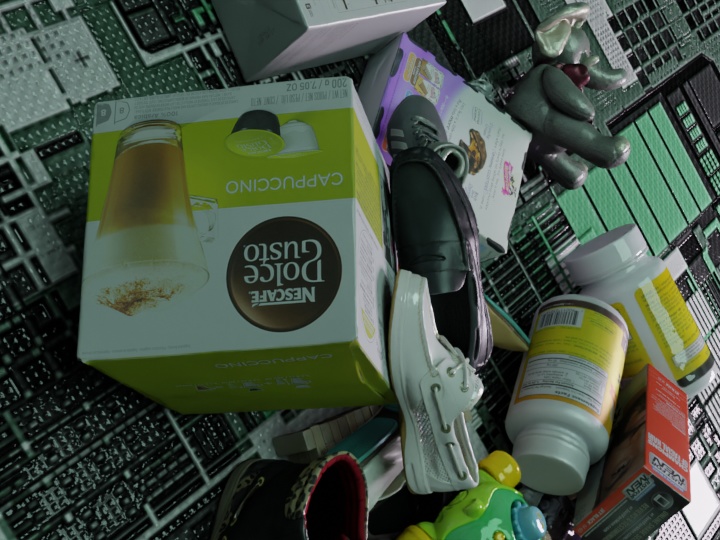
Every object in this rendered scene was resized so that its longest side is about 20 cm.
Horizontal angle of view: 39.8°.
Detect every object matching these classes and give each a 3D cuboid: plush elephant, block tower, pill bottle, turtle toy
[{"bbox_3d":[0.239,-0.215,1.169,0.199,0.165,0.156,34,80,3],"label":"plush elephant"},{"bbox_3d":[0.016,0.150,0.936,0.199,0.054,0.058,-14,82,-40],"label":"block tower"},{"bbox_3d":[0.218,0.132,1.059,0.109,0.109,0.201,39,51,-21],"label":"pill bottle"},{"bbox_3d":[0.116,0.273,0.918,0.145,0.101,0.201,-36,140,-23],"label":"turtle toy"},{"bbox_3d":[0.328,0.055,1.177,0.114,0.114,0.202,-31,95,-40],"label":"pill bottle"}]

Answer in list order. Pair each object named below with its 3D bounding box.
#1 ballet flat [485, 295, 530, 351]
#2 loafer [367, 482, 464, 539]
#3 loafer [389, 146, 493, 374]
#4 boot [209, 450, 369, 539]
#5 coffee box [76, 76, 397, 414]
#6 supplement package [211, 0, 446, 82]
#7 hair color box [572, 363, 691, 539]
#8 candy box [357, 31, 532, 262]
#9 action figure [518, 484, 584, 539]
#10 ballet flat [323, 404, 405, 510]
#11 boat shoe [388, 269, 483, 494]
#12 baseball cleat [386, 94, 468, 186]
[{"bbox_3d":[0.099,0.028,1.046,0.063,0.069,0.200,-42,107,1],"label":"ballet flat"},{"bbox_3d":[0.054,0.222,0.934,0.198,0.063,0.073,-10,81,-40],"label":"loafer"},{"bbox_3d":[0.066,-0.001,0.818,0.070,0.067,0.203,-55,132,-62],"label":"loafer"},{"bbox_3d":[-0.067,0.236,0.776,0.073,0.150,0.202,31,58,-26],"label":"boot"},{"bbox_3d":[-0.080,-0.006,0.770,0.200,0.197,0.200,61,26,-69],"label":"coffee box"},{"bbox_3d":[-0.035,-0.284,1.003,0.199,0.121,0.121,-22,88,-41],"label":"supplement package"},{"bbox_3d":[0.287,0.198,1.047,0.064,0.111,0.200,36,29,-3],"label":"hair color box"},{"bbox_3d":[0.081,-0.126,1.073,0.199,0.071,0.169,33,57,-25],"label":"candy box"},{"bbox_3d":[0.230,0.296,1.048,0.200,0.069,0.130,42,59,-1],"label":"action figure"},{"bbox_3d":[0.040,0.148,0.887,0.199,0.069,0.070,-36,97,-36],"label":"ballet flat"},{"bbox_3d":[0.064,0.089,0.788,0.071,0.068,0.202,-67,152,-57],"label":"boat shoe"},{"bbox_3d":[0.067,-0.104,0.921,0.069,0.106,0.202,20,52,-21],"label":"baseball cleat"}]
